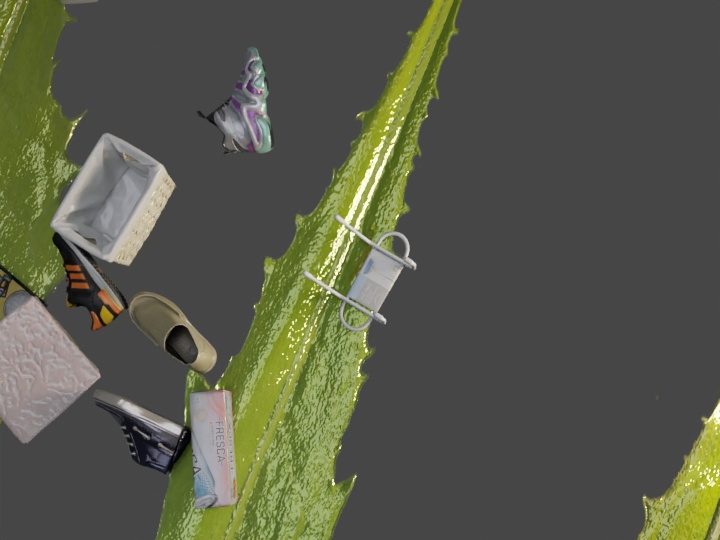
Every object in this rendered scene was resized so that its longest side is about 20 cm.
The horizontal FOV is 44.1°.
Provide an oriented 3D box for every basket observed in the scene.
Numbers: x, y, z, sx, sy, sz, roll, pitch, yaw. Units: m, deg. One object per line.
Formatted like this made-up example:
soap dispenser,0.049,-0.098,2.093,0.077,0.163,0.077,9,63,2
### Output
basket,-0.447,-0.123,1.631,0.134,0.123,0.202,29,83,8

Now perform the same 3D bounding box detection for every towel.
towel,-0.605,0.180,1.621,0.190,0.032,0.201,-40,94,-4

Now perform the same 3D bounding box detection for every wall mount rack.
wall mount rack,0.000,0.000,1.607,0.172,0.075,0.202,29,83,8

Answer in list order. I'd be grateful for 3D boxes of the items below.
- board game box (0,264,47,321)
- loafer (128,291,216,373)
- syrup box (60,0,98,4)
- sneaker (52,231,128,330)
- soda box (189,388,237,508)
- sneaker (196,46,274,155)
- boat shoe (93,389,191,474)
board game box,-0.705,0.056,1.665,0.199,0.035,0.136,38,85,8
loafer,-0.345,0.107,1.616,0.199,0.068,0.076,37,85,8
syrup box,-0.561,-0.636,1.740,0.080,0.079,0.205,-3,81,4
sneaker,-0.522,0.020,1.640,0.090,0.070,0.201,-41,83,-6
soda box,-0.262,0.316,1.582,0.067,0.064,0.205,-5,80,3
sneaker,-0.241,-0.317,1.670,0.137,0.078,0.205,-7,80,2
boat shoe,-0.404,0.290,1.588,0.197,0.075,0.094,23,81,9
